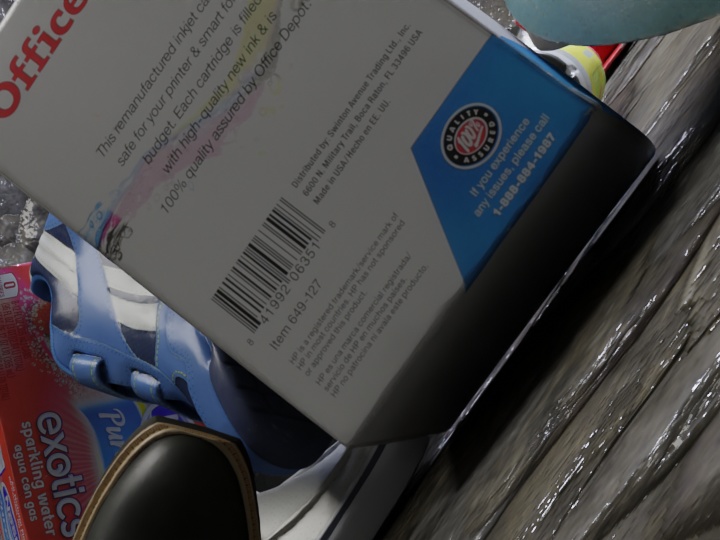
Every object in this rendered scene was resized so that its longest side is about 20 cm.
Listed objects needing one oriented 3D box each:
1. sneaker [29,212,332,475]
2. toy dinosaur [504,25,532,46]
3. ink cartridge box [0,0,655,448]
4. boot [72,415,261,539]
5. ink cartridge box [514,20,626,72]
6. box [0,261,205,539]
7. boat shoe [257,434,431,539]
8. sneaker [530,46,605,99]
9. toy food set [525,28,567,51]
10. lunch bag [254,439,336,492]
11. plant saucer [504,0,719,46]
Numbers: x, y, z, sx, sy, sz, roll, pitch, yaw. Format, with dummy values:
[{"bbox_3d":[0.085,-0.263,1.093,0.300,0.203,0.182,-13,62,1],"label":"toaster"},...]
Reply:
[{"bbox_3d":[-0.077,0.029,0.900,0.082,0.074,0.200,-52,44,13],"label":"sneaker"},{"bbox_3d":[0.151,-0.199,2.087,0.200,0.077,0.102,-49,12,-15],"label":"toy dinosaur"},{"bbox_3d":[-0.019,-0.053,0.810,0.147,0.200,0.145,-54,-14,9],"label":"ink cartridge box"},{"bbox_3d":[-0.085,0.165,0.780,0.138,0.077,0.201,-84,7,-78],"label":"boot"},{"bbox_3d":[0.163,-0.196,1.398,0.116,0.067,0.200,-54,2,18],"label":"ink cartridge box"},{"bbox_3d":[-0.120,0.099,0.998,0.095,0.201,0.100,-11,-13,-17],"label":"box"},{"bbox_3d":[-0.054,0.124,0.878,0.200,0.070,0.071,-50,3,12],"label":"boat shoe"},{"bbox_3d":[0.067,-0.045,1.145,0.200,0.078,0.090,-46,-2,34],"label":"sneaker"},{"bbox_3d":[0.152,-0.160,0.851,0.143,0.060,0.200,-21,22,33],"label":"toy food set"},{"bbox_3d":[0.000,0.000,1.023,0.200,0.139,0.168,-54,18,36],"label":"lunch bag"},{"bbox_3d":[0.123,-0.164,0.758,0.201,0.039,0.201,-29,33,21],"label":"plant saucer"}]
